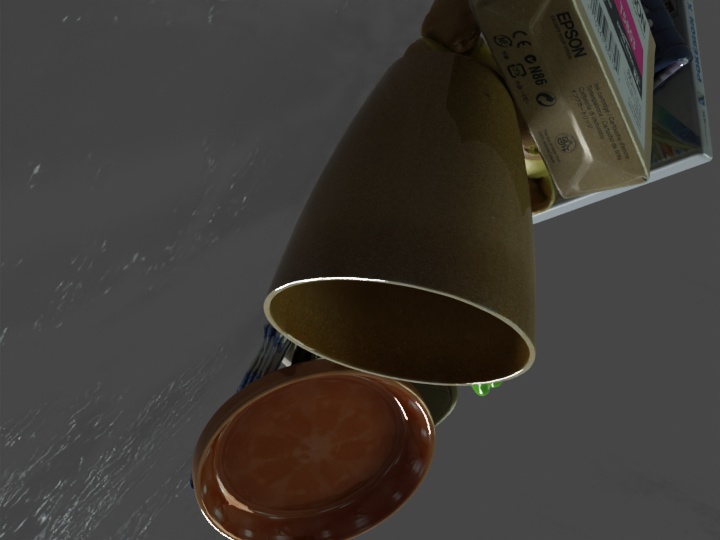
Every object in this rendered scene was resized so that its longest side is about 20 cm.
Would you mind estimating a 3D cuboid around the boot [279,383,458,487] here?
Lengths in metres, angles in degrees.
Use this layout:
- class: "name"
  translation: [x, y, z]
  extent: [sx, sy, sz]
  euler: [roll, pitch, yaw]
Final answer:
- class: "boot"
  translation: [-0.016, 0.131, 1.249]
  extent: [0.200, 0.072, 0.155]
  euler: [-23, 180, -3]

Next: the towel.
- class: "towel"
  translation: [-0.082, 0.082, 1.177]
  extent: [0.200, 0.024, 0.147]
  euler: [-62, 179, 33]

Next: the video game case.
- class: "video game case"
  translation: [0.222, -0.154, 1.285]
  extent: [0.200, 0.022, 0.182]
  euler: [-20, -118, 39]

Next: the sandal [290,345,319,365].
- class: "sandal"
  translation: [-0.005, 0.021, 1.179]
  extent: [0.200, 0.055, 0.082]
  euler: [-62, 180, -21]

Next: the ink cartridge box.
- class: "ink cartridge box"
  translation: [0.155, -0.181, 1.033]
  extent: [0.200, 0.075, 0.165]
  euler: [57, 34, -39]

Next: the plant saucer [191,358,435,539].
- class: "plant saucer"
  translation: [-0.038, 0.148, 1.134]
  extent: [0.200, 0.200, 0.032]
  euler: [-64, -150, 30]

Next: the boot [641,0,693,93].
- class: "boot"
  translation: [0.194, -0.169, 1.244]
  extent: [0.200, 0.090, 0.073]
  euler: [-37, 160, 32]

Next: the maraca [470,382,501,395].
- class: "maraca"
  translation: [0.070, 0.010, 1.131]
  extent: [0.137, 0.107, 0.200]
  euler: [44, -27, 57]

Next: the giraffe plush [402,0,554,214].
- class: "giraffe plush"
  translation: [0.112, -0.132, 1.175]
  extent: [0.173, 0.162, 0.200]
  euler: [-63, 176, 17]

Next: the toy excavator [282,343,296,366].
- class: "toy excavator"
  translation: [0.000, 0.000, 1.332]
  extent: [0.200, 0.100, 0.194]
  euler: [-46, 172, -19]

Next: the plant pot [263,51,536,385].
- class: "plant pot"
  translation: [0.045, -0.044, 0.983]
  extent: [0.186, 0.186, 0.200]
  euler: [110, -7, -66]
